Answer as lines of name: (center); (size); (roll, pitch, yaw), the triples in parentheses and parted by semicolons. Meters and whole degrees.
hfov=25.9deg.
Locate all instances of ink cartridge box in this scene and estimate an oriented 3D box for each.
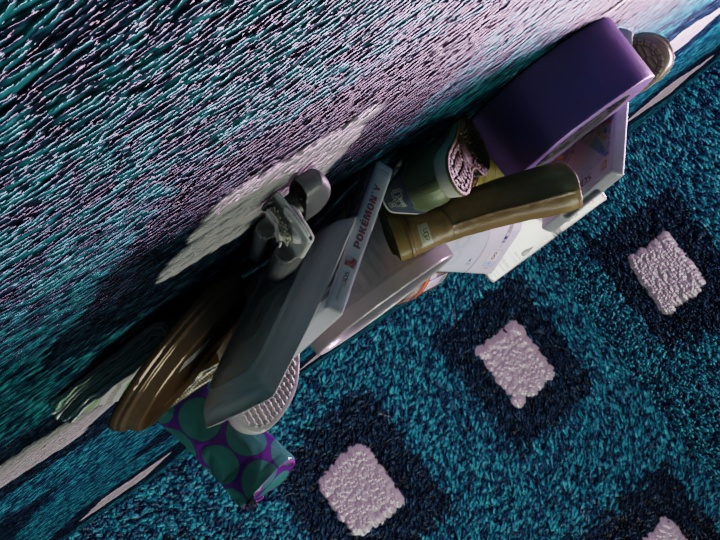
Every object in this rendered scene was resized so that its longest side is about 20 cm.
ink cartridge box: (0.213, -0.100, 2.131); (0.200, 0.084, 0.146); (-37, 137, 7)
ink cartridge box: (0.163, -0.086, 1.946); (0.160, 0.047, 0.200); (4, 125, -55)

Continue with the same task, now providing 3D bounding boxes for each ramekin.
ramekin: (0.000, 0.000, 1.832); (0.200, 0.105, 0.200); (-36, 175, -3)

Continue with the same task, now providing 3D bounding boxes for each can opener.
can opener: (-0.061, -0.032, 1.387); (0.066, 0.053, 0.200); (-34, 175, -17)

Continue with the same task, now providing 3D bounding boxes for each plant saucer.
plant saucer: (-0.175, 0.085, 1.545); (0.200, 0.029, 0.200); (-51, 175, -6)

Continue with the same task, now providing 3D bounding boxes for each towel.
towel: (-0.224, 0.097, 1.604); (0.149, 0.031, 0.200); (-37, 175, 9)

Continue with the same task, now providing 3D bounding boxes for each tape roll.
tape roll: (0.223, -0.188, 1.750); (0.200, 0.085, 0.200); (-37, 174, -4)

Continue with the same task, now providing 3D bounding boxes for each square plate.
square plate: (-0.086, 0.048, 1.523); (0.198, 0.028, 0.200); (-32, -149, 63)

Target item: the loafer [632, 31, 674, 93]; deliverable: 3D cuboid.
loafer: (0.332, -0.255, 1.983); (0.068, 0.076, 0.200); (-35, -175, -30)

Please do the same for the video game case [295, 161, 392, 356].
video game case: (-0.044, 0.007, 1.566); (0.200, 0.023, 0.182); (-42, -157, 53)

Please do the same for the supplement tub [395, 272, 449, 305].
supplement tub: (0.052, -0.011, 2.094); (0.107, 0.107, 0.200); (-38, 174, 19)

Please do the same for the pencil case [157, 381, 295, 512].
pencil case: (-0.175, 0.187, 1.810); (0.092, 0.200, 0.085); (-49, 175, 22)

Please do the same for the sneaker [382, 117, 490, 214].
sneaker: (0.073, -0.105, 1.619); (0.090, 0.067, 0.200); (-21, -169, 18)

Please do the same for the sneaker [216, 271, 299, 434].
sneaker: (-0.121, 0.096, 1.677); (0.105, 0.075, 0.200); (-29, -140, 44)

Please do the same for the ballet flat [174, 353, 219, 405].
ballet flat: (-0.167, 0.085, 1.761); (0.200, 0.068, 0.075); (-33, 152, -24)

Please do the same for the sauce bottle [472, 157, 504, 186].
sauce bottle: (0.161, -0.113, 1.846); (0.066, 0.066, 0.200); (-39, 158, 30)

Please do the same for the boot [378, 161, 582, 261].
boot: (0.123, -0.070, 1.683); (0.200, 0.066, 0.175); (-18, -160, -4)

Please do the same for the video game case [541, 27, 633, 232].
video game case: (0.276, -0.170, 1.918); (0.182, 0.022, 0.200); (135, -33, -61)
